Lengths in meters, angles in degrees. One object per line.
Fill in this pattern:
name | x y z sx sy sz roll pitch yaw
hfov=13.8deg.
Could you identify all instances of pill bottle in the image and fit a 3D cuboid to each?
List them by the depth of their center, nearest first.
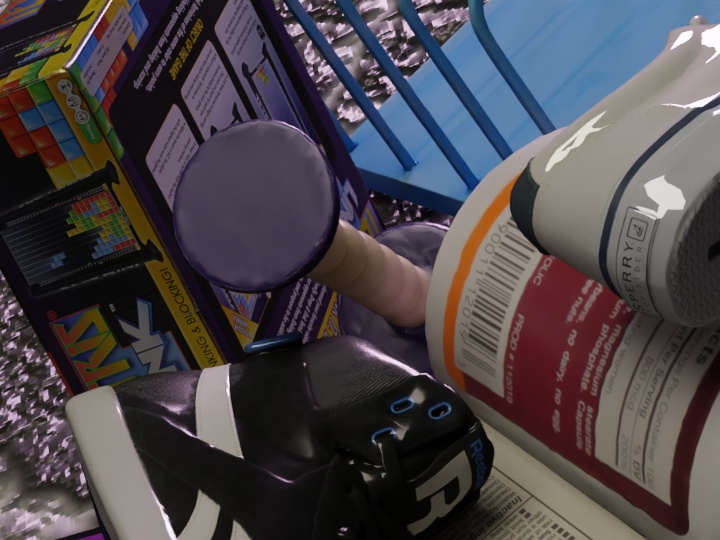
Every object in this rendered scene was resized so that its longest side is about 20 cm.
pill bottle | 0.117 0.037 0.878 0.114 0.114 0.200 -40 37 -13

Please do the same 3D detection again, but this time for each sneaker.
sneaker | -0.006 0.082 0.822 0.112 0.073 0.200 -21 42 -8
sneaker | 0.123 -0.054 0.846 0.071 0.073 0.200 27 41 36

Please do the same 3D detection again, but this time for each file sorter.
file sorter | 0.058 -0.105 1.051 0.139 0.123 0.200 -44 28 -15

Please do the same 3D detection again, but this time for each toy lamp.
toy lamp | 0.000 0.000 0.948 0.058 0.200 0.058 -5 76 19

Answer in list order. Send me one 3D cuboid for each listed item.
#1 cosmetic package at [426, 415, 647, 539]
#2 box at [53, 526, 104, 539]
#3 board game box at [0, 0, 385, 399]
cosmetic package | 0.049 0.123 0.859 0.103 0.073 0.200 -40 37 -11
box | -0.111 0.133 0.929 0.143 0.036 0.200 -17 15 18
board game box | -0.060 -0.025 0.992 0.057 0.166 0.200 -19 20 18
